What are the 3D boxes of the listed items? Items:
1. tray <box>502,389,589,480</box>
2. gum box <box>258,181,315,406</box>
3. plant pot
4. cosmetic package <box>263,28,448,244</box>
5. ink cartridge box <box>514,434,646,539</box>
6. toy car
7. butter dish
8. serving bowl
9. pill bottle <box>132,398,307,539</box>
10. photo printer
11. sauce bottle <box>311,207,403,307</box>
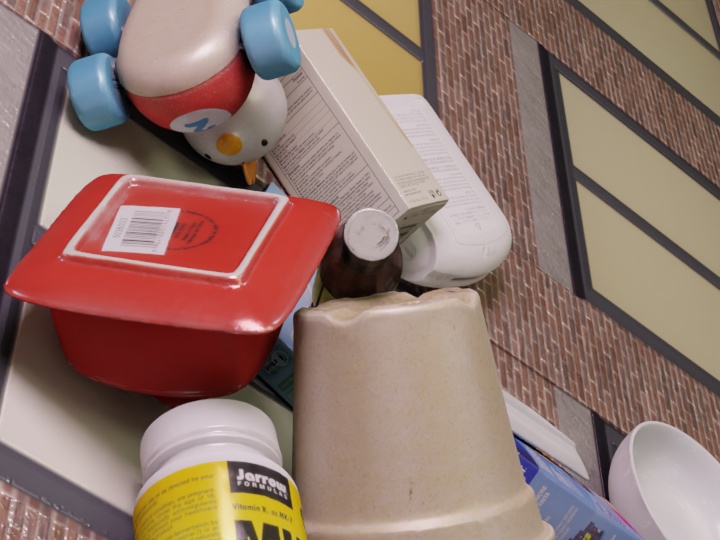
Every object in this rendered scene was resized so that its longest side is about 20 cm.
[{"bbox_3d":[0.109,0.108,1.522,0.200,0.022,0.107,34,3,-40],"label":"tray"},{"bbox_3d":[-0.038,0.042,1.514,0.200,0.045,0.170,43,30,-10],"label":"gum box"},{"bbox_3d":[0.029,0.110,1.293,0.200,0.200,0.184,-12,97,-58],"label":"plant pot"},{"bbox_3d":[-0.022,-0.110,1.657,0.071,0.105,0.200,-14,68,-54],"label":"cosmetic package"},{"bbox_3d":[0.132,0.187,1.496,0.200,0.076,0.136,35,3,-21],"label":"ink cartridge box"},{"bbox_3d":[-0.118,-0.143,1.547,0.177,0.184,0.200,-91,161,-50],"label":"toy car"},{"bbox_3d":[-0.129,0.031,1.311,0.199,0.148,0.200,9,30,10],"label":"butter dish"},{"bbox_3d":[0.299,0.242,1.724,0.200,0.066,0.200,35,32,-26],"label":"serving bowl"},{"bbox_3d":[-0.089,0.190,1.193,0.114,0.114,0.200,26,36,-36],"label":"pill bottle"},{"bbox_3d":[0.055,-0.073,1.756,0.200,0.069,0.166,57,30,12],"label":"photo printer"},{"bbox_3d":[0.000,0.000,1.392,0.066,0.066,0.200,53,-13,6],"label":"sauce bottle"}]
